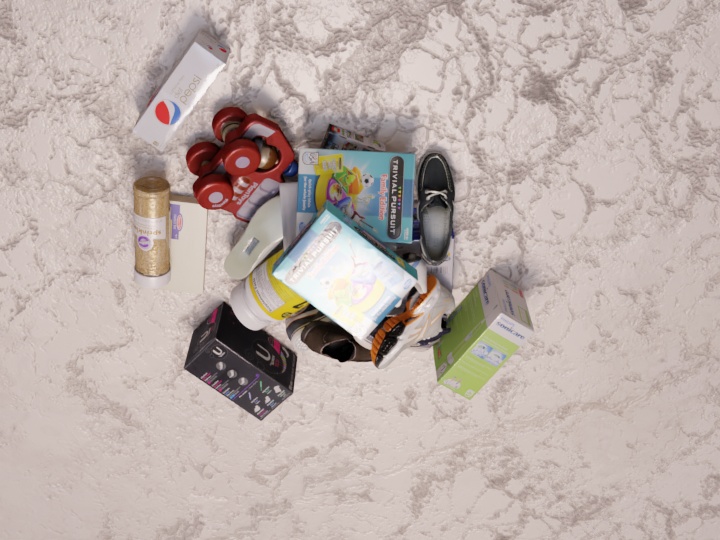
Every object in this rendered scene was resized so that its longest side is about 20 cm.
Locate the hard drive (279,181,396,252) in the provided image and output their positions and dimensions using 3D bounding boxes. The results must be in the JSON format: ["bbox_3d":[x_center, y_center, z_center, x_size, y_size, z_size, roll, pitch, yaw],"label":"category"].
[{"bbox_3d":[-0.040,-0.094,1.589,0.197,0.026,0.134,-4,92,-2],"label":"hard drive"}]

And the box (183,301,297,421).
[{"bbox_3d":[-0.234,0.181,1.787,0.199,0.123,0.106,38,116,-22],"label":"box"}]

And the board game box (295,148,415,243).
[{"bbox_3d":[-0.009,-0.127,1.546,0.197,0.047,0.153,2,92,-1],"label":"board game box"}]

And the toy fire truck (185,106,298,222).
[{"bbox_3d":[-0.199,-0.180,1.580,0.167,0.113,0.200,20,124,-41],"label":"toy fire truck"}]

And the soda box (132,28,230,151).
[{"bbox_3d":[-0.301,-0.300,1.511,0.063,0.068,0.200,33,117,-20],"label":"soda box"}]

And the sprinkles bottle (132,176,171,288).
[{"bbox_3d":[-0.376,-0.067,1.630,0.067,0.069,0.202,5,122,-4],"label":"sprinkles bottle"}]

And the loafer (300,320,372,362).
[{"bbox_3d":[-0.026,0.151,1.727,0.199,0.071,0.073,11,120,-39],"label":"loafer"}]

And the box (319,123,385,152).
[{"bbox_3d":[-0.041,-0.154,1.627,0.109,0.035,0.201,19,121,-12],"label":"box"}]

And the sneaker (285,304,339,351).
[{"bbox_3d":[-0.054,0.088,1.764,0.198,0.080,0.079,-16,132,-20],"label":"sneaker"}]

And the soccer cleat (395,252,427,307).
[{"bbox_3d":[0.027,0.032,1.597,0.198,0.070,0.087,-16,94,-9],"label":"soccer cleat"}]

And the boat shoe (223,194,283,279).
[{"bbox_3d":[-0.178,-0.070,1.660,0.070,0.072,0.201,40,111,-8],"label":"boat shoe"}]

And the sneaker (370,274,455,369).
[{"bbox_3d":[0.103,0.111,1.669,0.092,0.076,0.201,33,101,-30],"label":"sneaker"}]

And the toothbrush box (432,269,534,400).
[{"bbox_3d":[0.231,0.124,1.741,0.086,0.146,0.201,28,118,-18],"label":"toothbrush box"}]

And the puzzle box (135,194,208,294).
[{"bbox_3d":[-0.355,-0.050,1.696,0.131,0.026,0.202,7,122,-5],"label":"puzzle box"}]

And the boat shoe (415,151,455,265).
[{"bbox_3d":[0.135,-0.110,1.593,0.075,0.060,0.203,-5,91,0],"label":"boat shoe"}]

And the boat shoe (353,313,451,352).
[{"bbox_3d":[0.083,0.106,1.735,0.198,0.075,0.093,6,146,-39],"label":"boat shoe"}]

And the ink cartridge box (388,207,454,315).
[{"bbox_3d":[0.107,-0.019,1.690,0.135,0.077,0.202,-2,124,0],"label":"ink cartridge box"}]

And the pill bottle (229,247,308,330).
[{"bbox_3d":[-0.142,0.025,1.689,0.199,0.115,0.114,-32,118,26],"label":"pill bottle"}]

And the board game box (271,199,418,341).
[{"bbox_3d":[-0.026,0.004,1.519,0.199,0.047,0.151,37,109,-15],"label":"board game box"}]
